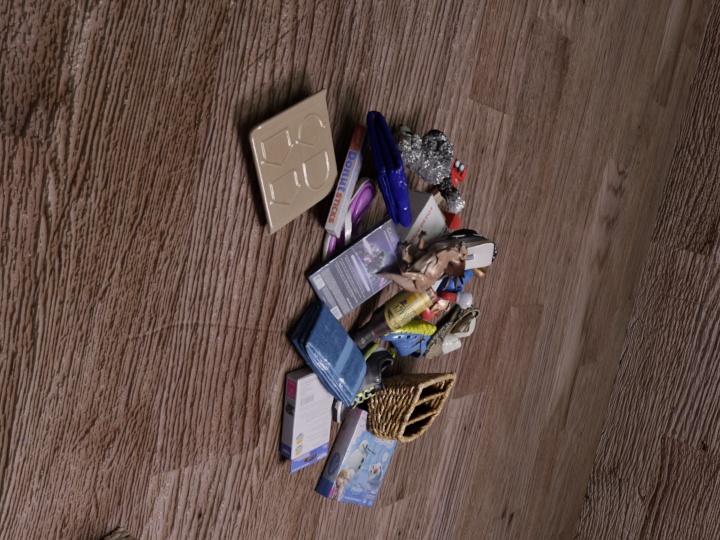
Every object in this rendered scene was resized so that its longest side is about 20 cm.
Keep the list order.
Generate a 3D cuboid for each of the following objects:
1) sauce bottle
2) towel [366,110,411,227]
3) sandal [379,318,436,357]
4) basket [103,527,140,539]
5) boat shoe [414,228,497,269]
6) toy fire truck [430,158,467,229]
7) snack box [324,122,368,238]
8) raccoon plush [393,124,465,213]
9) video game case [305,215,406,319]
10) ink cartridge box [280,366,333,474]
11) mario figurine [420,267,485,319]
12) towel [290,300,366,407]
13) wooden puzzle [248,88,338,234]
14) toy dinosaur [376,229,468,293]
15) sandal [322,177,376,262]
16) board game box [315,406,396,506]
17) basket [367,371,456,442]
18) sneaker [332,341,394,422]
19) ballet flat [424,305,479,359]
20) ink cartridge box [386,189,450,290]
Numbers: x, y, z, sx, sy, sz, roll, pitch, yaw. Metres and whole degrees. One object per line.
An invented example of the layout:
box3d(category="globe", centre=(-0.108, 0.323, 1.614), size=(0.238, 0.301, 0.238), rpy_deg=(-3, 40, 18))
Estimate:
box3d(category="sauce bottle", centre=(0.071, 0.093, 1.530), size=(0.198, 0.066, 0.066), rpy_deg=(-38, 139, 3))
box3d(category="towel", centre=(0.049, -0.186, 1.368), size=(0.048, 0.151, 0.201), rpy_deg=(-20, 152, -2))
box3d(category="sandal", centre=(0.104, 0.156, 1.654), size=(0.198, 0.078, 0.089), rpy_deg=(11, 99, -52))
box3d(category="basket", centre=(-0.379, 0.547, 1.101), size=(0.196, 0.158, 0.206), rpy_deg=(-26, 123, -44))
box3d(category="boat shoe", centre=(0.188, -0.041, 1.553), size=(0.194, 0.093, 0.077), rpy_deg=(-4, 115, -22))
box3d(category="toy fire truck", centre=(0.182, -0.185, 1.636), size=(0.199, 0.048, 0.145), rpy_deg=(25, 84, -54))
box3d(category="snack box", centre=(-0.024, -0.166, 1.355), size=(0.072, 0.024, 0.205), rpy_deg=(59, 47, -81))
box3d(category="raccoon plush", centre=(0.134, -0.206, 1.471), size=(0.132, 0.202, 0.097), rpy_deg=(-21, 163, -44))
box3d(category="video game case", centre=(0.000, 0.000, 1.431), size=(0.198, 0.019, 0.144), rpy_deg=(-35, 134, -8))
box3d(category="ink cartridge box", centre=(-0.106, 0.293, 1.460), size=(0.118, 0.041, 0.206), rpy_deg=(-13, 111, -51))
box3d(category="mario figurine", centre=(0.212, 0.046, 1.679), size=(0.200, 0.107, 0.123), rpy_deg=(-43, 175, 27))
box3d(category="towel", centre=(-0.053, 0.163, 1.427), size=(0.202, 0.048, 0.113), rpy_deg=(56, 47, -33))
box3d(category="wooden puzzle", centre=(-0.117, -0.190, 1.247), size=(0.184, 0.046, 0.204), rpy_deg=(-39, 137, -38))
box3d(category="toy dinosaur", centre=(0.138, 0.000, 1.447), size=(0.197, 0.087, 0.137), rpy_deg=(-29, 135, -1))
box3d(category="sandal", centre=(-0.017, -0.086, 1.412), size=(0.082, 0.049, 0.207), rpy_deg=(29, 82, -52))
box3d(category="board game box", centre=(0.002, 0.426, 1.654), size=(0.199, 0.043, 0.204), rpy_deg=(33, 76, -53))
box3d(category="basket", centre=(0.122, 0.311, 1.634), size=(0.198, 0.145, 0.147), rpy_deg=(1, 84, -60))
box3d(category="sneaker", centre=(0.011, 0.239, 1.532), size=(0.202, 0.081, 0.072), rpy_deg=(-58, 163, -26))
box3d(category="ballet flat", centre=(0.239, 0.154, 1.828), size=(0.200, 0.074, 0.069), rpy_deg=(-45, 137, -32))
box3d(category="ink cartridge box", centre=(0.123, -0.054, 1.580), size=(0.148, 0.084, 0.201), rpy_deg=(-56, 139, -20))
